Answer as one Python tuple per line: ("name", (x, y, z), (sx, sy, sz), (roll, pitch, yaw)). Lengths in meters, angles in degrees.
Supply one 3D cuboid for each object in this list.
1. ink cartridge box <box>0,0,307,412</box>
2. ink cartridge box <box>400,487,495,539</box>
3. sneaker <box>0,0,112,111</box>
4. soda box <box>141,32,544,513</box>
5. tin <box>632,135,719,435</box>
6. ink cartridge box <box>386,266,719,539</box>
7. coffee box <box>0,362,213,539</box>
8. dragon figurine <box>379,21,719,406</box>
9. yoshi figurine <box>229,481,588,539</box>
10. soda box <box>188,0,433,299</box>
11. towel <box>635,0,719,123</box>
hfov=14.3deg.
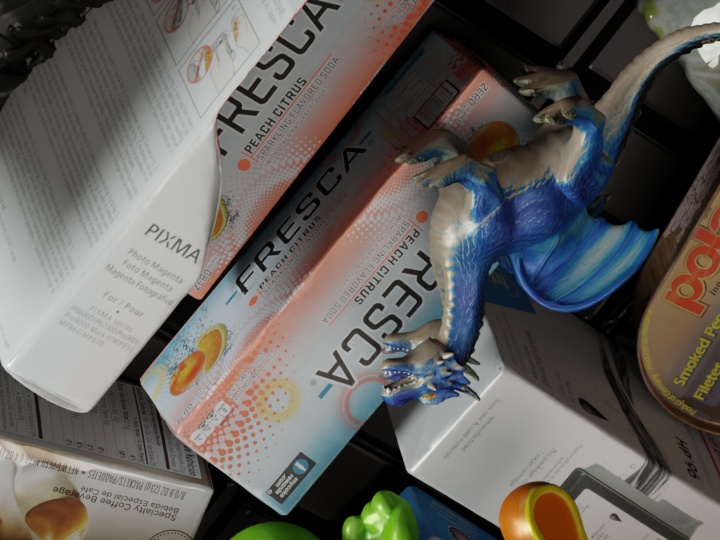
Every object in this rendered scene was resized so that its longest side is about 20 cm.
("ink cartridge box", (-0.083, -0.068, 1.130), (0.200, 0.163, 0.057), (-46, 128, 15))
("ink cartridge box", (0.065, 0.202, 1.278), (0.116, 0.200, 0.068), (35, 108, -33))
("sneaker", (-0.128, -0.116, 1.114), (0.087, 0.076, 0.201), (23, 108, 17))
("soda box", (0.000, 0.000, 1.215), (0.068, 0.064, 0.200), (39, 94, -27))
("tin", (0.192, -0.014, 1.244), (0.111, 0.042, 0.200), (17, 122, -19))
("ink cartridge box", (0.106, 0.082, 1.283), (0.200, 0.116, 0.068), (33, 110, -26))
("coffee box", (-0.178, 0.098, 1.256), (0.199, 0.080, 0.115), (16, 115, -19))
("dragon figurine", (0.079, -0.024, 1.157), (0.199, 0.059, 0.100), (-31, 116, -6))
("yoshi figurine", (-0.001, 0.138, 1.188), (0.112, 0.113, 0.200), (17, 152, -34))
("soda box", (-0.040, -0.089, 1.187), (0.068, 0.064, 0.200), (31, 109, -25))
("towel", (0.240, -0.092, 1.251), (0.171, 0.048, 0.200), (-35, 120, 8))
